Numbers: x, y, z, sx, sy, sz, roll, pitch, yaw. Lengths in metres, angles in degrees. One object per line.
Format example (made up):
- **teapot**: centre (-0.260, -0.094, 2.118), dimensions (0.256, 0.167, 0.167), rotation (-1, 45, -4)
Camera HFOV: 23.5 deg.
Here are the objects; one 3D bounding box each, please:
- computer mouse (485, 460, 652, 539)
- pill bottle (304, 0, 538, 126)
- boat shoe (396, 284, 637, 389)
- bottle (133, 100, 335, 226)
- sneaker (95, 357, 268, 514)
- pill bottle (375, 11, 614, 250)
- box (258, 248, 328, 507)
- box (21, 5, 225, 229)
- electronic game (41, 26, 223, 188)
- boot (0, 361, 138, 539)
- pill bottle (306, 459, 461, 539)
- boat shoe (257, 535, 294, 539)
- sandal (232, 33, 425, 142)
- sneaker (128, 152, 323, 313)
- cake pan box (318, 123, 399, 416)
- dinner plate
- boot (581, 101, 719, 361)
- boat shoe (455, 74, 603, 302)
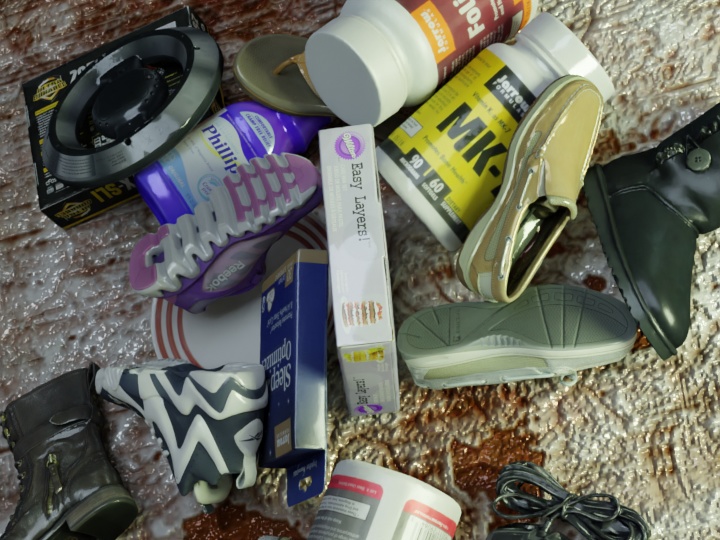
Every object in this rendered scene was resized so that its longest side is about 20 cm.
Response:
- **computer mouse**: centre (0.132, 0.259, 1.354), dimensions (0.138, 0.053, 0.200), rotation (22, 67, 29)
- **pill bottle**: centre (0.053, -0.216, 1.525), dimensions (0.114, 0.115, 0.200), rotation (32, 56, 32)
- **boat shoe**: centre (0.133, 0.063, 1.440), dimensions (0.201, 0.065, 0.075), rotation (-8, 45, 15)
- **bottle**: centre (-0.110, -0.111, 1.603), dimensions (0.199, 0.065, 0.084), rotation (-33, 85, -12)
- **sneaker**: centre (-0.157, 0.146, 1.508), dimensions (0.198, 0.079, 0.130), rotation (-1, 93, 36)
- **pill bottle**: centre (0.115, -0.123, 1.495), dimensions (0.200, 0.114, 0.114), rotation (-42, 57, 2)
- **box**: centre (-0.057, 0.093, 1.456), dimensions (0.032, 0.121, 0.201), rotation (4, 75, -17)
- **box**: centre (-0.233, -0.151, 1.708), dimensions (0.199, 0.049, 0.160), rotation (-23, 57, 14)
- **electronic game**: centre (-0.216, -0.156, 1.627), dimensions (0.199, 0.042, 0.201), rotation (-21, 40, 19)
- **boot**: centre (-0.297, 0.195, 1.577), dimensions (0.199, 0.069, 0.174), rotation (-33, 52, 3)
- **pill bottle**: centre (-0.002, 0.262, 1.374), dimensions (0.110, 0.111, 0.201), rotation (13, 73, 29)
- **boat shoe**: centre (-0.110, 0.310, 1.423), dimensions (0.068, 0.075, 0.201), rotation (12, 74, 23)
- **sandal**: centre (-0.017, -0.172, 1.571), dimensions (0.199, 0.054, 0.081), rotation (21, 62, 5)
- **sneaker**: centre (-0.108, -0.026, 1.539), dimensions (0.200, 0.088, 0.081), rotation (-33, 41, 17)
- **cake pan box**: centre (0.000, 0.000, 1.439), dimensions (0.052, 0.184, 0.201), rotation (-5, 69, -1)
- **dinner plate**: centre (-0.100, 0.030, 1.578), dimensions (0.199, 0.024, 0.201), rotation (-11, 63, 21)
- **boot**: centre (0.279, -0.043, 1.401), dimensions (0.168, 0.076, 0.201), rotation (-26, 49, 15)
- **boat shoe**: centre (0.155, -0.063, 1.417), dimensions (0.076, 0.071, 0.201), rotation (28, 94, 59)
